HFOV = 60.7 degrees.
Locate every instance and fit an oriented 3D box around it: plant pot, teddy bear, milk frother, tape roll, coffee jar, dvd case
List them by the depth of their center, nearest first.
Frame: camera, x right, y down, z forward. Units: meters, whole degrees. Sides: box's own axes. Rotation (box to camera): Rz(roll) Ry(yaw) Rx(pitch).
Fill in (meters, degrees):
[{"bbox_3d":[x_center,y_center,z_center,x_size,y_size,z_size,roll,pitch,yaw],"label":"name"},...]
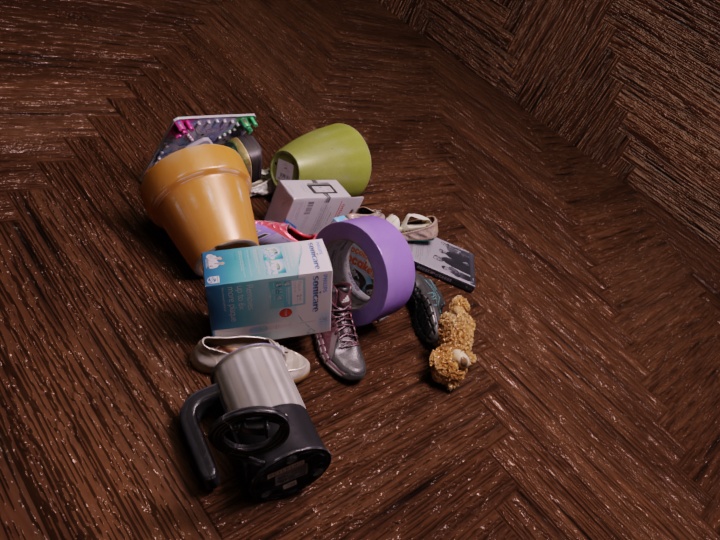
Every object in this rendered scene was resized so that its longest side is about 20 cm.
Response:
[{"bbox_3d":[-0.142,0.181,0.828,0.180,0.200,0.188,-4,44,-33],"label":"milk frother"},{"bbox_3d":[-0.276,-0.097,1.130,0.200,0.200,0.184,-8,62,-42],"label":"plant pot"},{"bbox_3d":[0.000,0.000,1.169,0.085,0.200,0.200,-16,53,-46],"label":"tape roll"},{"bbox_3d":[0.192,0.137,1.197,0.067,0.146,0.200,1,19,24],"label":"teddy bear"},{"bbox_3d":[-0.297,-0.205,1.262,0.200,0.104,0.085,-25,68,-24],"label":"coffee jar"},{"bbox_3d":[-0.107,-0.240,1.425,0.187,0.187,0.200,42,35,20],"label":"plant pot"},{"bbox_3d":[0.187,-0.033,1.506,0.199,0.025,0.150,22,34,-6],"label":"dvd case"}]

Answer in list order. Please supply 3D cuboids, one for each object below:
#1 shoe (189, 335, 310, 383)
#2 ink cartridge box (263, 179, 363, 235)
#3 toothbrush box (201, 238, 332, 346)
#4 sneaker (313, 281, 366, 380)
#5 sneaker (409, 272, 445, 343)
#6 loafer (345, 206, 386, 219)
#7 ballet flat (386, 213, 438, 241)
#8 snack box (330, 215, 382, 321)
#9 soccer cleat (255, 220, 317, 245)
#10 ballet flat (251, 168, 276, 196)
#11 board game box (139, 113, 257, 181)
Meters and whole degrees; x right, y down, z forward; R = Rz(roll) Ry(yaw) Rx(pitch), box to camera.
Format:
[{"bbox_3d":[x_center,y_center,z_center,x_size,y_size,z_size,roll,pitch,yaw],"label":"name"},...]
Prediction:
[{"bbox_3d":[-0.170,0.142,0.989,0.199,0.053,0.070,11,37,-24],"label":"shoe"},{"bbox_3d":[-0.102,-0.135,1.356,0.200,0.116,0.068,-7,47,-43],"label":"ink cartridge box"},{"bbox_3d":[-0.151,0.038,1.009,0.199,0.147,0.085,-7,44,-14],"label":"toothbrush box"},{"bbox_3d":[-0.037,0.091,1.096,0.075,0.116,0.200,-2,43,-38],"label":"sneaker"},{"bbox_3d":[0.148,0.074,1.290,0.079,0.076,0.200,14,36,-24],"label":"sneaker"},{"bbox_3d":[0.011,-0.115,1.360,0.200,0.072,0.063,-52,124,-68],"label":"loafer"},{"bbox_3d":[0.096,-0.102,1.461,0.199,0.067,0.068,-9,37,-25],"label":"ballet flat"},{"bbox_3d":[0.001,-0.006,1.254,0.200,0.116,0.037,42,36,21],"label":"snack box"},{"bbox_3d":[-0.184,-0.077,1.256,0.199,0.073,0.068,22,34,-9],"label":"soccer cleat"},{"bbox_3d":[-0.264,-0.197,1.371,0.072,0.072,0.200,42,37,21],"label":"ballet flat"},{"bbox_3d":[-0.333,-0.248,1.276,0.200,0.200,0.026,-18,73,-47],"label":"board game box"}]
